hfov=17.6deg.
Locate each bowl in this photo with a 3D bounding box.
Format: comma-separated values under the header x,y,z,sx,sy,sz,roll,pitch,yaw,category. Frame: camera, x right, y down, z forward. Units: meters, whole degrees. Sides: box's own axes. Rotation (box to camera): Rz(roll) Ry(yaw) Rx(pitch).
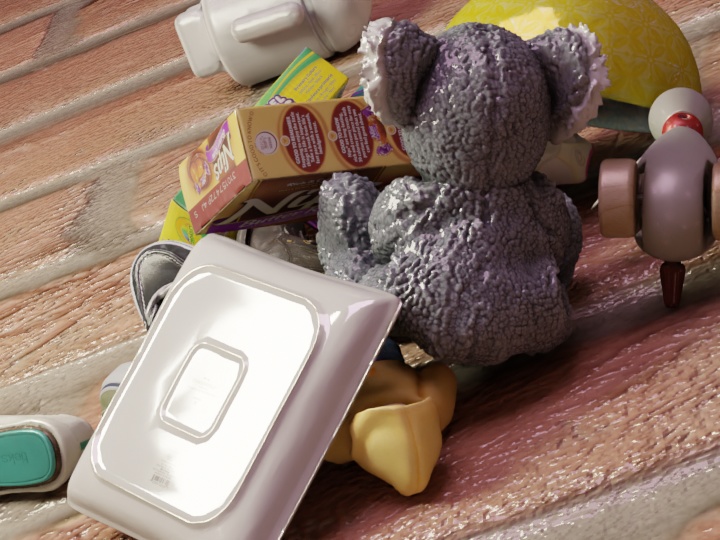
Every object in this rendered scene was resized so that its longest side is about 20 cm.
x,y,z,sx,sy,sz,roll,pitch,yaw,category
0.152,-0.169,1.666,0.200,0.108,0.200,10,-1,0,bowl

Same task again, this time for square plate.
x,y,z,sx,sy,sz,roll,pitch,yaw,category
-0.087,0.078,1.418,0.200,0.028,0.198,18,77,49,square plate

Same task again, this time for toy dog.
x,y,z,sx,sy,sz,roll,pitch,yaw,category
0.207,-0.044,1.493,0.132,0.097,0.200,13,25,27,toy dog

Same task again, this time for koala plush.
x,y,z,sx,sy,sz,roll,pitch,yaw,category
0.071,-0.061,1.441,0.177,0.200,0.184,5,21,-7,koala plush

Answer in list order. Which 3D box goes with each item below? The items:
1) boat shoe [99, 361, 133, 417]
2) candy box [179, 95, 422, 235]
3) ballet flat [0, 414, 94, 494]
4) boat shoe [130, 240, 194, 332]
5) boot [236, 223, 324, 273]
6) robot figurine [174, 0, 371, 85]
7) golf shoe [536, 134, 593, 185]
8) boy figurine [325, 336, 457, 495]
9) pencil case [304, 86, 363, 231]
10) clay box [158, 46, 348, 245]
x,y,z,sx,sy,sz,roll,pitch,yaw,category
-0.121,0.108,1.493,0.062,0.072,0.200,-49,29,-17,boat shoe
-0.010,-0.076,1.585,0.200,0.057,0.117,-9,-13,-27,candy box
-0.267,0.127,1.627,0.200,0.070,0.069,-4,28,32,ballet flat
-0.111,0.035,1.558,0.072,0.068,0.200,-44,46,7,boat shoe
0.000,0.000,1.639,0.174,0.069,0.200,-17,31,15,boot
-0.074,-0.248,2.228,0.200,0.113,0.170,-19,15,13,robot figurine
0.108,-0.081,1.721,0.091,0.075,0.200,15,-1,-12,golf shoe
0.000,0.078,1.431,0.124,0.065,0.200,-8,20,-8,boy figurine
0.013,-0.096,1.792,0.092,0.085,0.200,-20,15,28,pencil case
-0.093,-0.069,1.793,0.200,0.048,0.115,-50,-6,-26,clay box
